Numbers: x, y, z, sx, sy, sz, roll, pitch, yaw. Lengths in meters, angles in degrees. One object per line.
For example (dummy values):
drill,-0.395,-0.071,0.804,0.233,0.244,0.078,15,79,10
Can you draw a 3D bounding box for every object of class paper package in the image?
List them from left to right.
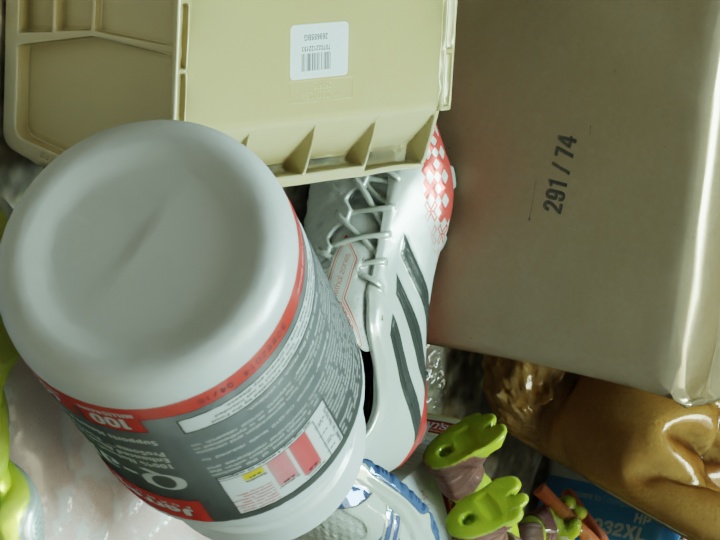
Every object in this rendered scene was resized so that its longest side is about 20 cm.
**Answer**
paper package,0.107,-0.052,1.295,0.103,0.190,0.201,-4,102,-57

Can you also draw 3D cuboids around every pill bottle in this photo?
pill bottle,-0.061,0.034,1.059,0.200,0.116,0.116,65,45,-62

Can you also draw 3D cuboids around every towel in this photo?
towel,-0.096,0.069,1.176,0.191,0.032,0.201,-28,119,-48

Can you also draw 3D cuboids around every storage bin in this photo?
storage bin,-0.049,-0.140,1.140,0.200,0.094,0.199,-10,107,-54

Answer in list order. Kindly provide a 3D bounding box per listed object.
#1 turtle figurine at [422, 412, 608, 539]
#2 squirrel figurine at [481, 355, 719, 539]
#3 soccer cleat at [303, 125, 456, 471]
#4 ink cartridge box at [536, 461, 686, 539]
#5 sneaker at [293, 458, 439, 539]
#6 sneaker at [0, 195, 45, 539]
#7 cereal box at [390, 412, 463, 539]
turtle figurine,0.081,0.149,1.349,0.200,0.064,0.161,-86,155,-49
squirrel figurine,0.170,0.031,1.392,0.187,0.200,0.142,-60,161,-2
soccer cleat,0.000,0.000,1.252,0.085,0.068,0.201,-9,103,-64
ink cartridge box,0.186,0.098,1.535,0.145,0.084,0.201,40,65,-51
sneaker,-0.003,0.155,1.225,0.200,0.075,0.088,53,53,-40
sneaker,-0.182,0.067,1.031,0.105,0.076,0.201,-5,94,-42
cereal box,0.000,0.180,1.330,0.200,0.039,0.144,-39,127,-43
